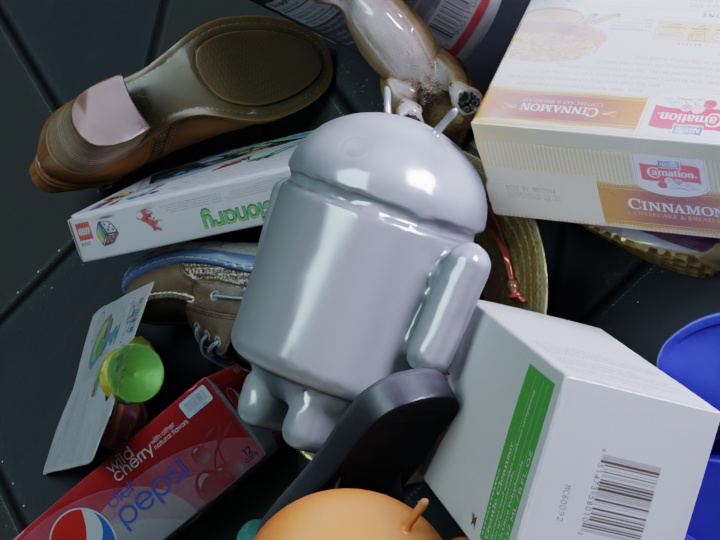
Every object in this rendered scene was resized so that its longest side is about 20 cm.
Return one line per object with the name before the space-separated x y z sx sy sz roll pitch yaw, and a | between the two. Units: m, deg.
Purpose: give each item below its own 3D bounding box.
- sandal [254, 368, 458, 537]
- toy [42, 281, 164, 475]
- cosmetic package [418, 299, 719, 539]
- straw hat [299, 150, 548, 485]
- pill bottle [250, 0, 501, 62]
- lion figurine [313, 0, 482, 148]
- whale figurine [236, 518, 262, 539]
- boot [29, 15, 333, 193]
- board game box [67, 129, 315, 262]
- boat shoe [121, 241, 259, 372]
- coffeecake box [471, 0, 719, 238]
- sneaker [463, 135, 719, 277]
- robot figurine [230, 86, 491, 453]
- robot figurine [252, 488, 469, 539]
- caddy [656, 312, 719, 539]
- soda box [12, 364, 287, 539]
sandal | -0.004 0.127 1.131 0.043 0.076 0.200 63 148 28
toy | -0.156 0.078 1.357 0.200 0.047 0.115 149 139 -73
cosmetic package | 0.099 0.088 1.057 0.200 0.085 0.108 -143 67 -76
straw hat | 0.042 0.030 1.235 0.201 0.085 0.201 -4 81 30
pill bottle | -0.017 -0.205 1.310 0.114 0.200 0.114 -39 38 40
lion figurine | 0.012 -0.141 1.238 0.072 0.200 0.122 -27 20 2
whale figurine | -0.078 0.233 1.217 0.159 0.104 0.200 5 68 39
boot | -0.127 -0.103 1.439 0.077 0.200 0.155 63 157 2
board game box | -0.072 -0.055 1.348 0.200 0.126 0.035 -11 103 33
boat shoe | -0.074 0.024 1.339 0.200 0.072 0.072 -7 65 34
coffeecake box | 0.169 -0.117 1.161 0.153 0.073 0.200 8 50 25
sneaker | 0.145 -0.067 1.219 0.200 0.075 0.090 30 93 41
robot figurine | 0.000 0.000 1.147 0.170 0.113 0.200 23 96 42
robot figurine | -0.013 0.190 1.083 0.144 0.200 0.117 10 50 -3
caddy | 0.240 0.086 1.055 0.200 0.105 0.142 7 96 39
soda box | -0.140 0.145 1.317 0.200 0.070 0.063 -39 85 14
